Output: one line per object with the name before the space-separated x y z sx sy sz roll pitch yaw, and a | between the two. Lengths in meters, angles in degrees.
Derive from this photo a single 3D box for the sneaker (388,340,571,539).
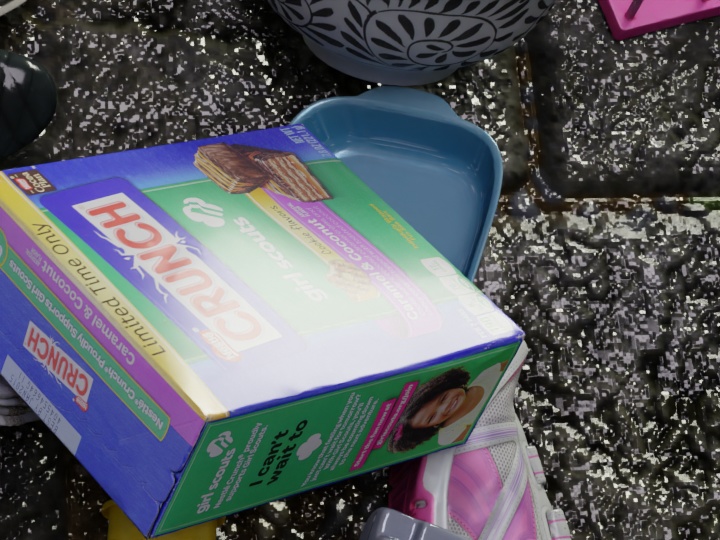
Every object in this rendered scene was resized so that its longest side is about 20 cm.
sneaker | 0.060 0.125 1.119 0.088 0.081 0.200 15 73 -9

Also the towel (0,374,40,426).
towel | -0.183 0.011 1.067 0.024 0.200 0.147 -43 76 18

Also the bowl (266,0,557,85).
bowl | 0.020 -0.157 1.191 0.201 0.094 0.201 7 35 -5

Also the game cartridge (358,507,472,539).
game cartridge | 0.034 0.222 1.030 0.133 0.040 0.200 23 76 -13

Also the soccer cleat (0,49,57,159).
soccer cleat | -0.247 -0.067 1.118 0.200 0.081 0.068 -7 108 -5

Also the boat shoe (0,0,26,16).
boat shoe | -0.244 -0.139 1.136 0.200 0.067 0.057 -24 117 -38

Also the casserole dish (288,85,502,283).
casserole dish | 0.000 0.000 1.158 0.121 0.039 0.200 13 65 13

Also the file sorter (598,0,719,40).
file sorter | 0.220 -0.236 1.259 0.200 0.125 0.139 -15 72 -16

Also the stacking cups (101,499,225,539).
stacking cups | -0.100 0.205 1.060 0.060 0.061 0.200 7 67 -8

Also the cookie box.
cookie box | -0.058 0.020 1.028 0.200 0.075 0.171 -13 48 -45
